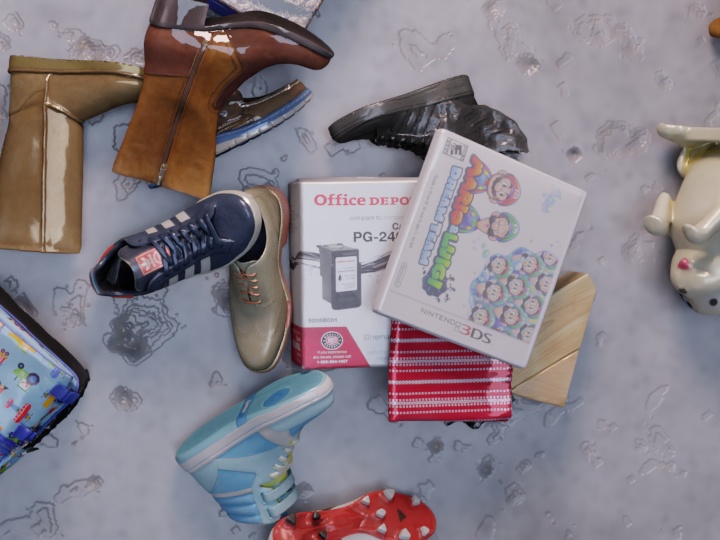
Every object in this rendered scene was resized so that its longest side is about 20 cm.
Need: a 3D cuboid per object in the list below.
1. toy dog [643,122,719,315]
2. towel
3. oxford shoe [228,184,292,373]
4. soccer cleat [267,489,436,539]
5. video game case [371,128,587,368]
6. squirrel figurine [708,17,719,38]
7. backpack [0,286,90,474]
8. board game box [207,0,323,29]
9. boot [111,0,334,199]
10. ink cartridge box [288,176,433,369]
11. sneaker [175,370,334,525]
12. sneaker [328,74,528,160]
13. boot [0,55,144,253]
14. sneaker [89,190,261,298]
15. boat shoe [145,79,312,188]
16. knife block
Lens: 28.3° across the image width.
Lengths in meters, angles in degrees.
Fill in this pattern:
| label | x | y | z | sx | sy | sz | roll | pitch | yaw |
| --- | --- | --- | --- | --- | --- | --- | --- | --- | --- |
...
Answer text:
| label | x | y | z | sx | sy | sz | roll | pitch | yaw |
| --- | --- | --- | --- | --- | --- | --- | --- | --- | --- |
| toy dog | 0.397 | -0.050 | 1.573 | 0.194 | 0.139 | 0.201 | 11 | 90 | -46 |
| towel | 0.100 | 0.060 | 1.498 | 0.144 | 0.022 | 0.201 | 2 | 92 | -19 |
| oxford shoe | -0.116 | 0.010 | 1.503 | 0.071 | 0.074 | 0.201 | -1 | 93 | 19 |
| soccer cleat | -0.012 | 0.288 | 1.551 | 0.199 | 0.085 | 0.069 | -5 | 60 | -29 |
| video game case | 0.126 | -0.021 | 1.477 | 0.182 | 0.024 | 0.201 | 21 | 86 | -20 |
| squirrel figurine | 0.469 | -0.337 | 1.521 | 0.141 | 0.200 | 0.187 | 2 | 101 | -4 |
| backpack | -0.402 | 0.128 | 1.447 | 0.200 | 0.135 | 0.183 | -45 | 97 | -1 |
| board game box | -0.089 | -0.353 | 1.486 | 0.159 | 0.097 | 0.200 | 30 | 88 | -9 |
| boot | -0.138 | -0.163 | 1.430 | 0.188 | 0.069 | 0.201 | 11 | 109 | -14 |
| ink cartridge box | 0.000 | 0.000 | 1.525 | 0.145 | 0.083 | 0.201 | -2 | 94 | -9 |
| sneaker | -0.084 | 0.195 | 1.507 | 0.200 | 0.080 | 0.131 | -29 | 103 | 25 |
| sneaker | 0.073 | -0.144 | 1.541 | 0.199 | 0.060 | 0.105 | -20 | 91 | -11 |
| boot | -0.294 | -0.116 | 1.481 | 0.174 | 0.066 | 0.201 | 5 | 91 | 10 |
| sneaker | -0.192 | -0.018 | 1.450 | 0.200 | 0.084 | 0.075 | -27 | 89 | 28 |
| boat shoe | -0.148 | -0.161 | 1.500 | 0.200 | 0.072 | 0.073 | -28 | 95 | -6 |
| knife block | 0.148 | 0.080 | 1.561 | 0.175 | 0.064 | 0.201 | 16 | 91 | -10 |
